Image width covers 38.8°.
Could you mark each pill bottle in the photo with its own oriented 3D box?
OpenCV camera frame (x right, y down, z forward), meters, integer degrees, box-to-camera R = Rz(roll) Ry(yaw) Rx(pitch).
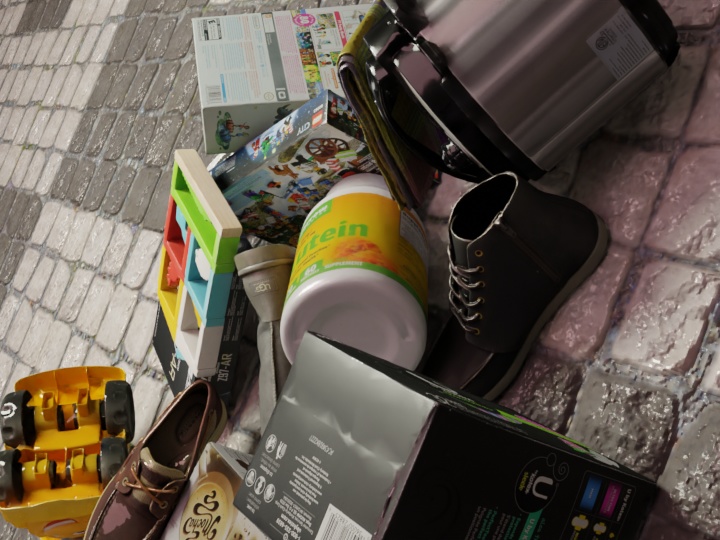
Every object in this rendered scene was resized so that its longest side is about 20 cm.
[{"bbox_3d":[0.000,0.000,0.840,0.111,0.111,0.200,-45,19,26],"label":"pill bottle"}]

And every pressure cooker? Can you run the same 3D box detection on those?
[{"bbox_3d":[0.106,-0.159,0.749,0.200,0.176,0.179,-42,-3,15],"label":"pressure cooker"}]

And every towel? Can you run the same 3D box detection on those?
[{"bbox_3d":[0.037,-0.158,0.842,0.023,0.144,0.200,-11,35,27],"label":"towel"}]

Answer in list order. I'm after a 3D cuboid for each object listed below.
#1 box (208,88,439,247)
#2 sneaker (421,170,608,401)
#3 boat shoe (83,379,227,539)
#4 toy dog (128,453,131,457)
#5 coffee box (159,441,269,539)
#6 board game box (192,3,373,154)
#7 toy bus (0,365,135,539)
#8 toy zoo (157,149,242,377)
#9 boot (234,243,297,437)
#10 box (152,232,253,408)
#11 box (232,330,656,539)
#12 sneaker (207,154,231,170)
[{"bbox_3d":[-0.043,-0.084,0.954,0.200,0.136,0.038,-26,52,43],"label":"box"},{"bbox_3d":[0.082,0.018,0.756,0.200,0.106,0.075,-55,36,14],"label":"sneaker"},{"bbox_3d":[-0.189,0.186,0.932,0.200,0.072,0.072,-55,-10,-24],"label":"boat shoe"},{"bbox_3d":[-0.204,0.271,0.995,0.096,0.132,0.200,22,93,17],"label":"toy dog"},{"bbox_3d":[-0.085,0.243,0.862,0.200,0.080,0.113,30,93,55],"label":"coffee box"},{"bbox_3d":[-0.056,-0.187,0.985,0.064,0.199,0.148,91,170,-48],"label":"board game box"},{"bbox_3d":[-0.308,0.231,1.102,0.200,0.135,0.192,-106,13,-55],"label":"toy bus"},{"bbox_3d":[-0.156,0.006,0.956,0.131,0.020,0.200,55,140,43],"label":"toy zoo"},{"bbox_3d":[-0.051,0.084,0.908,0.072,0.182,0.200,-19,81,20],"label":"boot"},{"bbox_3d":[-0.166,0.034,1.065,0.160,0.043,0.200,53,135,52],"label":"box"},{"bbox_3d":[0.053,0.140,0.639,0.148,0.200,0.125,22,89,55],"label":"box"},{"bbox_3d":[-0.112,-0.099,1.108,0.200,0.071,0.099,-50,33,14],"label":"sneaker"}]
